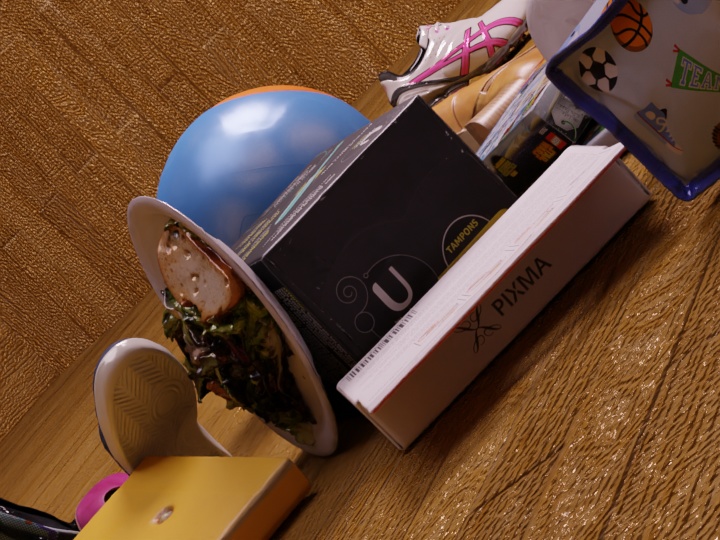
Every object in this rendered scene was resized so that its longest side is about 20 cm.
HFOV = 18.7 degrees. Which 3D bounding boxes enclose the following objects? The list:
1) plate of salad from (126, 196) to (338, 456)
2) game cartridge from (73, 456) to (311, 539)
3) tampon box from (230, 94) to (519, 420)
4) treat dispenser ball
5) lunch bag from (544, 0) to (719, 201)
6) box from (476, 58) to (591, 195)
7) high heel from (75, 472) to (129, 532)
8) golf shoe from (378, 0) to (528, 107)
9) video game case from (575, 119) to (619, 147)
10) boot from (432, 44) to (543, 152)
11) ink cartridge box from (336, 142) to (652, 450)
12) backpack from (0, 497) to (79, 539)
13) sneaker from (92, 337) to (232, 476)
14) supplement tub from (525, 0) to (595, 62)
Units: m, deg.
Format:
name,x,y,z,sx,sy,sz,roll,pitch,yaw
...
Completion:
name,x,y,z,sx,sy,sz,roll,pitch,yaw
plate of salad,-0.087,0.041,1.349,0.048,0.200,0.200,-39,5,-20
game cartridge,-0.140,0.193,1.324,0.176,0.032,0.200,-6,39,55
tampon box,0.000,0.000,1.394,0.150,0.126,0.200,-47,8,-18
treat dispenser ball,-0.062,-0.046,1.726,0.201,0.201,0.201,-44,7,7
lunch bag,0.213,-0.154,1.073,0.200,0.124,0.170,-49,1,45
box,0.135,-0.117,1.509,0.137,0.040,0.200,-55,3,-20
high heel,-0.152,0.170,1.511,0.096,0.067,0.200,-49,9,16
golf shoe,0.109,-0.242,2.351,0.200,0.092,0.073,-45,5,-11
video game case,0.222,-0.153,1.435,0.182,0.022,0.200,-41,9,28
boot,0.126,-0.139,1.782,0.144,0.071,0.201,-41,8,-18
ink cartridge box,0.077,0.014,1.197,0.200,0.045,0.176,-46,6,-3
backpack,-0.346,0.238,1.753,0.177,0.199,0.151,-31,35,60
sneaker,-0.152,0.099,1.480,0.075,0.084,0.200,-45,-33,-17
supplement tub,0.194,-0.200,1.283,0.201,0.132,0.132,-60,12,-21
